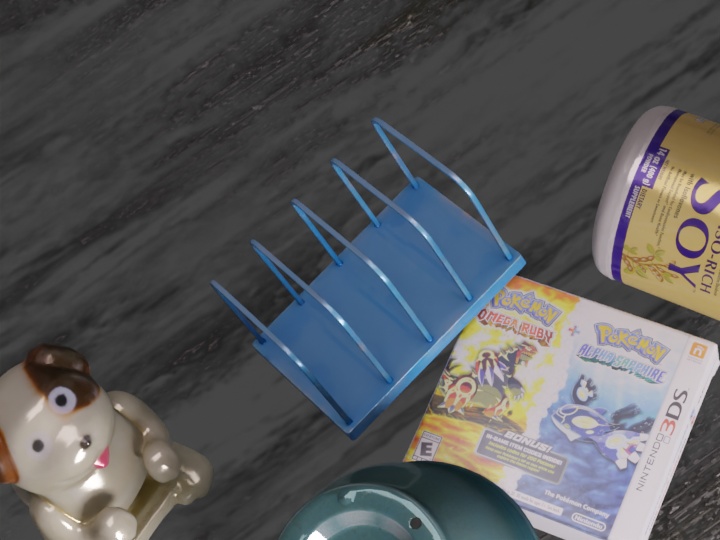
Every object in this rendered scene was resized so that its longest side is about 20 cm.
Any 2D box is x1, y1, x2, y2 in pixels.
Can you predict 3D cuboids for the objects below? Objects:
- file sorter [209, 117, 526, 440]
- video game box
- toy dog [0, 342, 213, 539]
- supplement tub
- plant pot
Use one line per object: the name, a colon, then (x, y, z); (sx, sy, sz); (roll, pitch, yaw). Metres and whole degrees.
file sorter: (0.000, 0.000, 1.544); (0.200, 0.123, 0.139); (-46, 49, -6)
video game box: (0.159, 0.111, 1.531); (0.199, 0.047, 0.183); (19, 68, 18)
toy dog: (-0.221, 0.134, 1.506); (0.140, 0.200, 0.194); (-44, 66, -11)
supplement tub: (0.295, -0.032, 1.512); (0.199, 0.146, 0.146); (22, 72, 19)
plant pot: (0.023, 0.227, 1.403); (0.198, 0.188, 0.202); (-3, 77, 15)
